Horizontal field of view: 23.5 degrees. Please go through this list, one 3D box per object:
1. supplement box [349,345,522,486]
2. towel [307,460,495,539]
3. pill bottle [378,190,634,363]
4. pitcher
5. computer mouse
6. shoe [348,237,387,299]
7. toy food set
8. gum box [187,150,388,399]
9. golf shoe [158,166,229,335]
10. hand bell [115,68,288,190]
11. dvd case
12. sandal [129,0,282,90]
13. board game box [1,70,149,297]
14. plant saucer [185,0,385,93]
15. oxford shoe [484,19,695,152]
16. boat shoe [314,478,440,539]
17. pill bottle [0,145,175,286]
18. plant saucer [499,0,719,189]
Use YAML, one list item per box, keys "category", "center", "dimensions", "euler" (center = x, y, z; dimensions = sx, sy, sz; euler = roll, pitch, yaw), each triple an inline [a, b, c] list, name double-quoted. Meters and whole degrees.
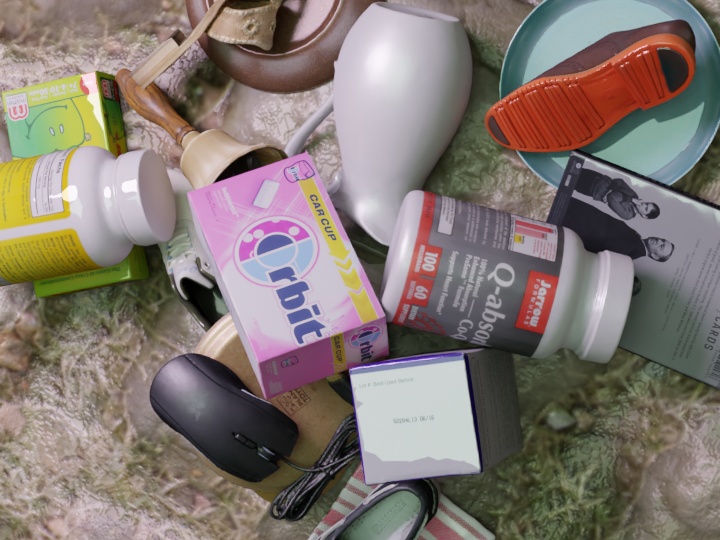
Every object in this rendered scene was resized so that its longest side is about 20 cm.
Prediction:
- category: "supplement box"
  center: [0.070, 0.120, 1.490]
  dimensions: [0.101, 0.200, 0.104]
  euler: [-8, 89, 16]
- category: "towel"
  center: [0.014, 0.281, 1.593]
  dimensions: [0.146, 0.030, 0.200]
  euler: [35, 99, 12]
- category: "pill bottle"
  center: [0.123, 0.009, 1.468]
  dimensions: [0.199, 0.116, 0.116]
  euler: [14, 94, -2]
- category: "pitcher"
  center: [0.010, -0.140, 1.558]
  dimensions: [0.171, 0.121, 0.201]
  euler: [21, 107, 29]
- category: "computer mouse"
  center: [-0.077, 0.128, 1.511]
  dimensions: [0.140, 0.046, 0.200]
  euler: [-44, 114, 2]
- category: "shoe"
  center: [0.000, 0.000, 1.574]
  dimensions: [0.200, 0.070, 0.054]
  euler: [24, 99, 14]
- category: "toy food set"
  center: [-0.064, 0.108, 1.561]
  dimensions: [0.200, 0.049, 0.198]
  euler: [35, 95, -23]
- category: "gum box"
  center: [-0.065, -0.002, 1.491]
  dimensions: [0.113, 0.066, 0.200]
  euler: [-20, 58, -9]
- category: "golf shoe"
  center: [-0.149, -0.013, 1.602]
  dimensions: [0.078, 0.097, 0.200]
  euler: [-36, 80, 14]
- category: "hand bell"
  center: [-0.166, -0.127, 1.617]
  dimensions: [0.200, 0.104, 0.104]
  euler: [43, 101, 30]
- category: "dvd case"
  center: [0.252, -0.001, 1.514]
  dimensions: [0.200, 0.025, 0.151]
  euler: [23, 108, 12]
- category: "sandal"
  center: [-0.112, -0.222, 1.578]
  dimensions: [0.212, 0.078, 0.070]
  euler: [-39, 100, 18]
- category: "board game box"
  center: [-0.273, -0.081, 1.660]
  dimensions: [0.101, 0.048, 0.201]
  euler: [-11, 87, 15]
- category: "plant saucer"
  center: [-0.075, -0.267, 1.613]
  dimensions: [0.200, 0.037, 0.201]
  euler: [0, 89, 16]
- category: "oxford shoe"
  center: [0.202, -0.160, 1.504]
  dimensions: [0.200, 0.073, 0.071]
  euler: [-18, 118, 28]
- category: "boat shoe"
  center: [-0.008, 0.257, 1.552]
  dimensions: [0.076, 0.060, 0.200]
  euler: [37, 102, 5]
- category: "pill bottle"
  center: [-0.276, -0.051, 1.578]
  dimensions: [0.199, 0.112, 0.113]
  euler: [-9, 88, 15]
- category: "plant saucer"
  center: [0.223, -0.160, 1.537]
  dimensions: [0.200, 0.027, 0.201]
  euler: [0, 89, 15]
